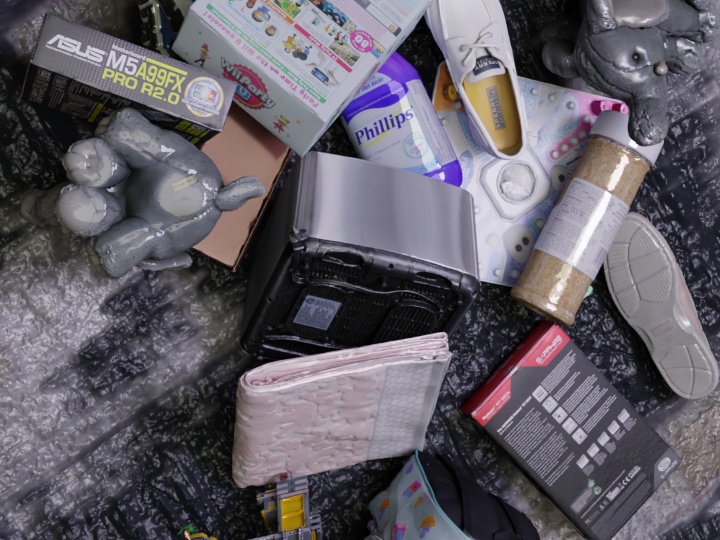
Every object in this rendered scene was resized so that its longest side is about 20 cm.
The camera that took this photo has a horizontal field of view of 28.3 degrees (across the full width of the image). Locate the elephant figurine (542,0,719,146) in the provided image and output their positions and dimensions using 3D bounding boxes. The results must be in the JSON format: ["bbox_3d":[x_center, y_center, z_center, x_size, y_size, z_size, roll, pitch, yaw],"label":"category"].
[{"bbox_3d":[0.237,-0.213,1.303,0.200,0.154,0.143,-36,124,-45],"label":"elephant figurine"}]

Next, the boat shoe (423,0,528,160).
[{"bbox_3d":[0.108,-0.193,1.301,0.070,0.070,0.201,-18,109,-2],"label":"boat shoe"}]

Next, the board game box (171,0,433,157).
[{"bbox_3d":[-0.044,-0.218,1.230,0.147,0.064,0.200,40,55,-2],"label":"board game box"}]

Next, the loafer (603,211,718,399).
[{"bbox_3d":[0.298,0.031,1.424,0.071,0.063,0.201,-23,98,23],"label":"loafer"}]

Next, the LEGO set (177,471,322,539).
[{"bbox_3d":[-0.087,0.280,1.322,0.153,0.116,0.201,-21,122,9],"label":"LEGO set"}]

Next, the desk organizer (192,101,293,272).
[{"bbox_3d":[-0.108,-0.107,1.297,0.077,0.072,0.201,26,88,-12],"label":"desk organizer"}]

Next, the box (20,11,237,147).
[{"bbox_3d":[-0.200,-0.151,1.202,0.159,0.200,0.045,18,84,-14],"label":"box"}]

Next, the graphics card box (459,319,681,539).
[{"bbox_3d":[0.208,0.161,1.409,0.200,0.051,0.126,45,83,-12],"label":"graphics card box"}]

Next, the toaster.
[{"bbox_3d":[0.000,0.000,1.271,0.179,0.200,0.119,12,52,-14],"label":"toaster"}]

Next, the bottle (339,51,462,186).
[{"bbox_3d":[0.021,-0.153,1.318,0.083,0.065,0.201,-24,91,17],"label":"bottle"}]

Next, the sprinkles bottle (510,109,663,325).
[{"bbox_3d":[0.215,-0.050,1.357,0.068,0.068,0.201,28,88,-15],"label":"sprinkles bottle"}]

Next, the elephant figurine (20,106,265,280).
[{"bbox_3d":[-0.192,-0.061,1.208,0.155,0.200,0.142,44,80,-6],"label":"elephant figurine"}]

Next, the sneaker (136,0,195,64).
[{"bbox_3d":[-0.161,-0.259,1.274,0.089,0.078,0.202,-7,81,-53],"label":"sneaker"}]

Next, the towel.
[{"bbox_3d":[-0.021,0.131,1.287,0.189,0.201,0.032,-9,58,-13],"label":"towel"}]

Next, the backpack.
[{"bbox_3d":[0.089,0.272,1.290,0.176,0.200,0.154,40,88,-15],"label":"backpack"}]

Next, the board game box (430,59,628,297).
[{"bbox_3d":[0.153,-0.086,1.387,0.198,0.026,0.202,11,92,-15],"label":"board game box"}]
